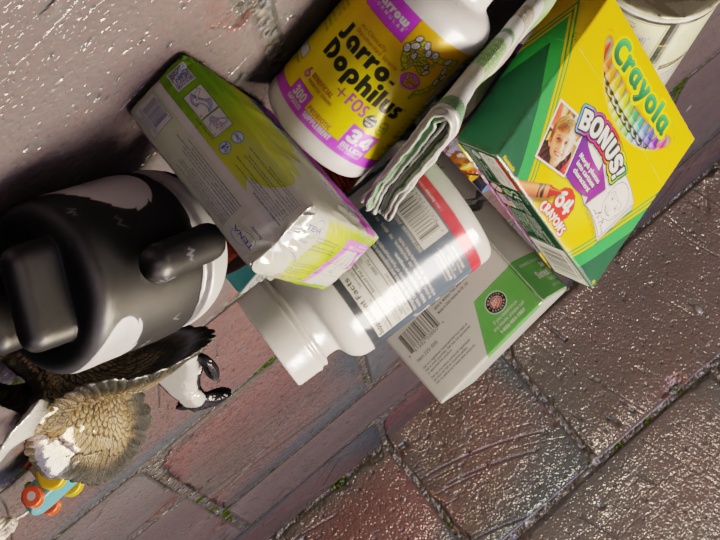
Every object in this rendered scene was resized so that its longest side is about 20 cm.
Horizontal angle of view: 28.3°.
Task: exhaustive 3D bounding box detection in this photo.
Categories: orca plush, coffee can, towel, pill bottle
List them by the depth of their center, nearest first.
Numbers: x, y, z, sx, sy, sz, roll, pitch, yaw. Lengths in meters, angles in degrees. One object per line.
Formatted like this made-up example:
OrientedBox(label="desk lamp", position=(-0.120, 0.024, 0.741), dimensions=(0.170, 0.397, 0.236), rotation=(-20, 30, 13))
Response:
OrientedBox(label="pill bottle", position=(0.027, -0.174, 1.082), dimensions=(0.200, 0.105, 0.104), rotation=(-46, 165, 21))
OrientedBox(label="towel", position=(0.085, -0.136, 1.121), dimensions=(0.200, 0.031, 0.149), rotation=(-50, -179, -37))
OrientedBox(label="pill bottle", position=(0.000, 0.000, 1.207), dimensions=(0.199, 0.120, 0.120), rotation=(-37, 167, -4))
OrientedBox(label="orca plush", position=(-0.169, 0.071, 1.386), dimensions=(0.200, 0.104, 0.072), rotation=(53, 46, -54))
OrientedBox(label="coffee can", position=(0.256, -0.248, 1.387), dimensions=(0.146, 0.147, 0.200), rotation=(-34, 165, -23))

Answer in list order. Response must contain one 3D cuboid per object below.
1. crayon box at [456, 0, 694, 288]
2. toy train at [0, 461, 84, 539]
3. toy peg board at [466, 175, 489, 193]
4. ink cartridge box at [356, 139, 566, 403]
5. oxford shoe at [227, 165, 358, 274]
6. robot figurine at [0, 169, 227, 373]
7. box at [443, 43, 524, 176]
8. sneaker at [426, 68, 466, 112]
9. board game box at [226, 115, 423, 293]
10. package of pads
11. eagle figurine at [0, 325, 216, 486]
OrientedBox(label="crayon box", position=(0.192, -0.114, 1.246), dimensions=(0.173, 0.058, 0.200), rotation=(-53, 133, -11))
OrientedBox(label="toy train", position=(-0.306, 0.177, 1.396), dimensions=(0.150, 0.056, 0.201), rotation=(-20, 152, -54))
OrientedBox(label="toy peg board", position=(0.090, -0.086, 1.552), dimensions=(0.198, 0.098, 0.200), rotation=(-38, 167, -10))
OrientedBox(label="ink cartridge box", position=(0.069, -0.005, 1.329), dimensions=(0.146, 0.200, 0.084), rotation=(-46, 168, 26))
OrientedBox(label="oxford shoe", position=(-0.092, -0.048, 1.252), dimensions=(0.198, 0.072, 0.073), rotation=(-28, 171, -11))
OrientedBox(label="robot figurine", position=(-0.183, -0.003, 1.010), dimensions=(0.199, 0.150, 0.126), rotation=(-23, 141, -51))
OrientedBox(label="box", position=(0.154, -0.147, 1.379), dimensions=(0.135, 0.040, 0.200), rotation=(5, 158, -26))
OrientedBox(label="sneaker", position=(0.066, -0.188, 1.257), dimensions=(0.080, 0.075, 0.200), rotation=(-57, 170, 2))
OrientedBox(label="board game box", position=(-0.032, -0.070, 1.371), dimensions=(0.200, 0.047, 0.150), rotation=(-48, 165, 28))
OrientedBox(label="package of pads", position=(-0.072, -0.062, 1.052), dimensions=(0.068, 0.155, 0.200), rotation=(-41, 167, 8))
OrientedBox(label="eagle figurine", position=(-0.225, 0.095, 1.152), dimensions=(0.151, 0.198, 0.153), rotation=(0, -106, 60))
